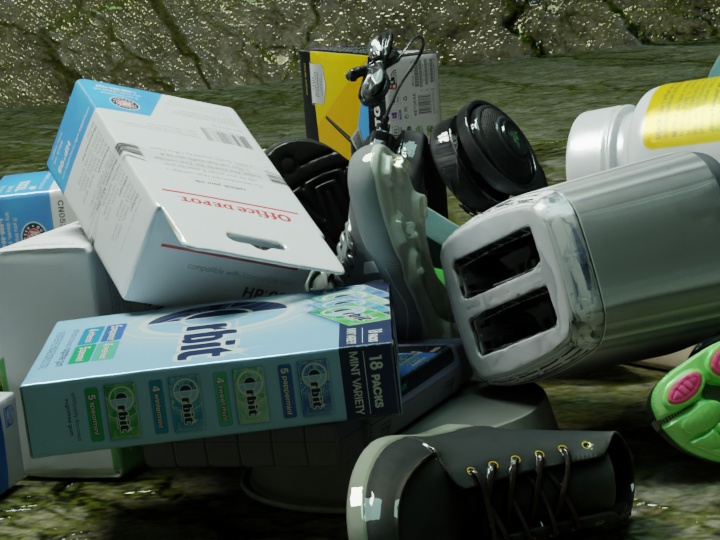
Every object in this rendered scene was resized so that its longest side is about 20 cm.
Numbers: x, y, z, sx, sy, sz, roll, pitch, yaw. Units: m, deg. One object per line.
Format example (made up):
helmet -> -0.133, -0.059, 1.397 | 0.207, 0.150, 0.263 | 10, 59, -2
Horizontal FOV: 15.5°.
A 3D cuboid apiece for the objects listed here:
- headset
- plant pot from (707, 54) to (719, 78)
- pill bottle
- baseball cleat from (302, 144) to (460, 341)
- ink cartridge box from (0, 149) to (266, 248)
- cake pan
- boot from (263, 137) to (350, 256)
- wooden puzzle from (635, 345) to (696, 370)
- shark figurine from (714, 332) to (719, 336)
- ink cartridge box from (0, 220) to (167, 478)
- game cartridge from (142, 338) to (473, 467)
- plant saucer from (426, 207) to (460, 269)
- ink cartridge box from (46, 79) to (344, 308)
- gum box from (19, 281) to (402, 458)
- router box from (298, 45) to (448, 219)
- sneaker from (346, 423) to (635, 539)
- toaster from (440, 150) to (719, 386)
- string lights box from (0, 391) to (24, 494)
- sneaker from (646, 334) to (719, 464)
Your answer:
headset -> 0.044, -0.056, 1.616 | 0.123, 0.200, 0.094 | -12, 33, 17
plant pot -> 0.339, -0.077, 1.908 | 0.200, 0.201, 0.161 | -4, 24, 13
pill bottle -> 0.240, -0.069, 1.693 | 0.199, 0.115, 0.114 | -7, 9, 28
baseball cleat -> 0.000, 0.000, 1.602 | 0.106, 0.200, 0.070 | -3, 50, 16
ink cartridge box -> -0.156, -0.002, 1.902 | 0.199, 0.146, 0.084 | -6, 11, 2
cake pan -> 0.026, 0.098, 1.558 | 0.199, 0.037, 0.200 | -6, 10, 1
boot -> -0.023, -0.007, 1.760 | 0.079, 0.211, 0.158 | -37, 22, -9
wooden puzzle -> 0.213, -0.027, 1.800 | 0.185, 0.037, 0.200 | 9, 58, 54
shark figurine -> 0.239, 0.030, 1.665 | 0.128, 0.090, 0.214 | -6, -3, 31
ink cartridge box -> -0.144, 0.036, 1.694 | 0.084, 0.147, 0.200 | -3, 10, 27
game cartridge -> -0.025, 0.073, 1.534 | 0.129, 0.039, 0.200 | -7, 10, 25
plant saucer -> 0.086, 0.003, 1.743 | 0.200, 0.019, 0.070 | 31, -15, 9
ink cartridge box -> -0.102, -0.032, 1.592 | 0.115, 0.067, 0.200 | 10, 27, -31
gum box -> -0.078, 0.053, 1.467 | 0.199, 0.045, 0.170 | -8, 10, 1
router box -> 0.012, -0.069, 2.011 | 0.051, 0.201, 0.149 | -9, 10, -25
sneaker -> 0.068, 0.114, 1.340 | 0.106, 0.075, 0.200 | -4, 9, 23
toaster -> 0.137, 0.001, 1.537 | 0.129, 0.114, 0.200 | -14, -5, -28
string lights box -> -0.283, 0.125, 1.541 | 0.102, 0.059, 0.200 | -2, 12, 16
sneaker -> 0.224, 0.071, 1.533 | 0.084, 0.077, 0.200 | -20, -4, 40
